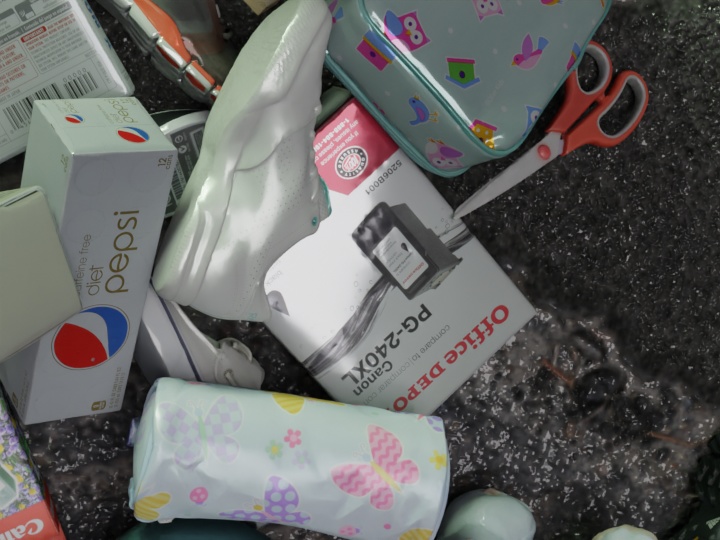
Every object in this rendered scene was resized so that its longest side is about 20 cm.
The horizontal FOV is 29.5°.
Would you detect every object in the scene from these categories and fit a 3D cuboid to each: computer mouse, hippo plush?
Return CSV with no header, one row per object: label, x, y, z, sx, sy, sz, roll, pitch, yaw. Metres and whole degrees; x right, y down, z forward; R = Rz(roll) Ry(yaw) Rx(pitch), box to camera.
computer mouse,-0.171,-0.049,0.874,0.200,0.044,0.110,-27,137,-15
hippo plush,0.107,0.249,0.971,0.161,0.200,0.159,26,131,2

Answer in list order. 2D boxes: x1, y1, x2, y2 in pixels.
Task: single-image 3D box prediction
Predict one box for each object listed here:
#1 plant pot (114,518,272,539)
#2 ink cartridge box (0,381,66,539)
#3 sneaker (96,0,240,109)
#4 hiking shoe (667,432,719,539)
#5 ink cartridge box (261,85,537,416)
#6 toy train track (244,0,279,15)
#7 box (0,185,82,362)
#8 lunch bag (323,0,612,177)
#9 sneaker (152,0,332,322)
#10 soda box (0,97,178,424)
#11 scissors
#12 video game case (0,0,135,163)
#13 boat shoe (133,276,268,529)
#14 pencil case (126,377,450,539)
plant pot,-0.113,0.237,0.895,0.200,0.135,0.200,-8,123,-12
ink cartridge box,-0.260,0.157,0.893,0.109,0.050,0.200,-23,105,-10
sneaker,-0.112,-0.175,0.858,0.082,0.077,0.200,-47,110,-9
hiking shoe,0.281,0.223,1.045,0.087,0.074,0.200,27,93,-18
ink cartridge box,0.000,0.000,0.917,0.145,0.083,0.200,-43,108,-4
toy train track,-0.117,-0.243,0.835,0.200,0.115,0.033,47,129,-4
box,-0.270,0.012,0.783,0.200,0.095,0.078,-6,108,32
lunch bag,0.065,-0.173,0.873,0.160,0.077,0.200,43,58,-15
sneaker,-0.049,-0.065,0.821,0.088,0.075,0.200,22,97,-20
soda box,-0.171,-0.004,0.832,0.068,0.064,0.200,-6,128,-34
scissors,0.136,-0.081,0.933,0.073,0.014,0.200,46,59,-15
video game case,-0.266,-0.142,0.820,0.200,0.022,0.182,-25,107,8
boat shoe,-0.095,0.078,0.916,0.066,0.072,0.200,-35,104,-21
pencil case,-0.044,0.122,0.850,0.200,0.083,0.091,8,87,-11
